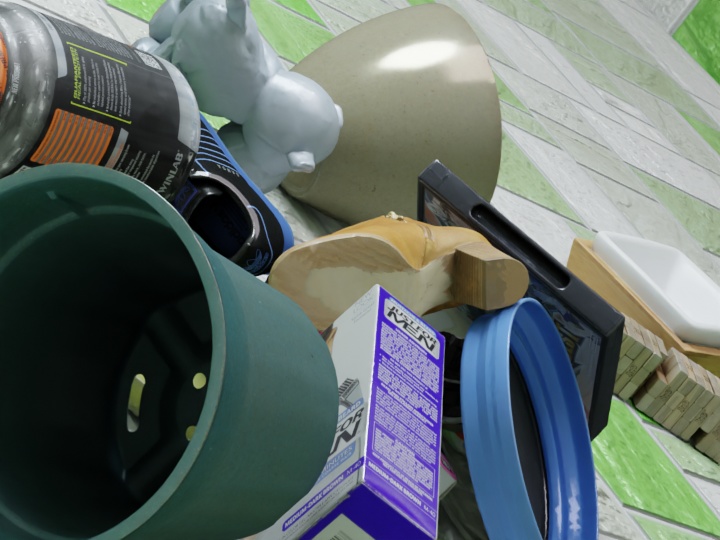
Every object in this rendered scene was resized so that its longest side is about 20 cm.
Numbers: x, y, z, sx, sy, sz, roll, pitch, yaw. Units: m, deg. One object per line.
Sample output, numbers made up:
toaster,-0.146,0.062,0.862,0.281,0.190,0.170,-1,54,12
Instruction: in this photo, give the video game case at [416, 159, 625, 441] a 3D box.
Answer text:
video game case,0.113,0.026,1.860,0.181,0.025,0.200,41,-18,18

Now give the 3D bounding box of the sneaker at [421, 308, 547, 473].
sneaker,0.073,0.085,1.867,0.200,0.070,0.093,43,11,6

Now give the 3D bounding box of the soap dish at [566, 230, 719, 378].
soap dish,0.287,0.043,2.419,0.157,0.081,0.200,47,18,27

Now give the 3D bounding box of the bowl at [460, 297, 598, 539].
bowl,0.115,0.120,1.732,0.200,0.039,0.202,-11,90,-72

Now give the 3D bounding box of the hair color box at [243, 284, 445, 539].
hair color box,-0.009,0.109,1.490,0.065,0.109,0.200,39,26,-18

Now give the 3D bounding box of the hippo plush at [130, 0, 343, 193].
hippo plush,-0.085,-0.152,2.000,0.161,0.200,0.160,41,36,-17

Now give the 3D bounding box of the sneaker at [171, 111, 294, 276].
sneaker,-0.132,-0.073,1.866,0.200,0.070,0.078,42,12,14

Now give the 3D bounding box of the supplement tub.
supplement tub,-0.211,-0.106,1.692,0.199,0.123,0.123,18,25,-51

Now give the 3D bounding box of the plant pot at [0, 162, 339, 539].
plant pot,-0.115,0.061,1.349,0.200,0.200,0.196,45,10,25

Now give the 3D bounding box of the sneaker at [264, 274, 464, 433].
sneaker,0.010,0.059,1.815,0.199,0.074,0.079,32,-14,22

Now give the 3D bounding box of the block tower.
block tower,0.257,0.092,2.273,0.199,0.058,0.054,35,16,-16

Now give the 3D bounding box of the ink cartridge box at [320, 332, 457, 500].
ink cartridge box,-0.018,0.071,1.699,0.200,0.037,0.095,44,6,-14

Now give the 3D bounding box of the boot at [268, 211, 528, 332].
boot,0.000,-0.001,1.720,0.200,0.071,0.144,-1,10,-30

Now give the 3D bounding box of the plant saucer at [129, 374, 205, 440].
plant saucer,-0.107,0.067,1.609,0.199,0.031,0.200,34,16,-11

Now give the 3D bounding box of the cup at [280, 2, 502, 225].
cup,0.006,-0.117,2.120,0.142,0.201,0.201,-8,40,-29
